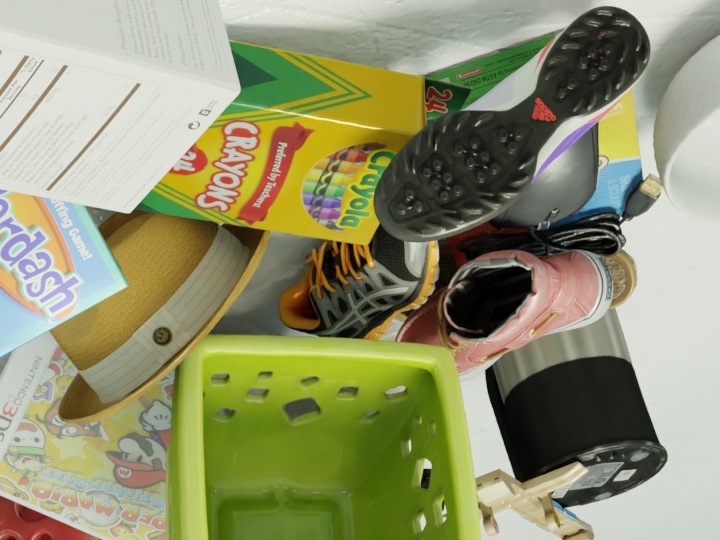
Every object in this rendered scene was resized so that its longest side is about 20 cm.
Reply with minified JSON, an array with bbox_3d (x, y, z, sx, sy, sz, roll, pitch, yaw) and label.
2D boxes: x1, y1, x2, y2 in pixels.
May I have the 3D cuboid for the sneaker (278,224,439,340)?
[{"bbox_3d":[0.000,0.000,1.209,0.076,0.079,0.200,3,148,-21],"label":"sneaker"}]

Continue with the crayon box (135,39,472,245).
[{"bbox_3d":[-0.041,-0.078,1.025,0.198,0.051,0.127,8,146,-14],"label":"crayon box"}]

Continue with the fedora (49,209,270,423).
[{"bbox_3d":[-0.149,0.010,1.100,0.200,0.201,0.082,-34,110,32],"label":"fedora"}]

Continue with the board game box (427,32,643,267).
[{"bbox_3d":[0.117,-0.084,1.149,0.152,0.041,0.200,-18,152,5],"label":"board game box"}]

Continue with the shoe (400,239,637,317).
[{"bbox_3d":[0.115,0.006,1.267,0.198,0.071,0.053,-1,-160,15],"label":"shoe"}]

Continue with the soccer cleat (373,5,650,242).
[{"bbox_3d":[0.090,-0.080,0.994,0.200,0.068,0.073,-40,174,-12],"label":"soccer cleat"}]

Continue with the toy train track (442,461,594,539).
[{"bbox_3d":[0.138,0.194,1.269,0.114,0.033,0.200,-24,151,18],"label":"toy train track"}]

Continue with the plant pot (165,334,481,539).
[{"bbox_3d":[-0.041,0.174,1.137,0.198,0.201,0.182,4,148,-15],"label":"plant pot"}]

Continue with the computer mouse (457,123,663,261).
[{"bbox_3d":[0.151,-0.051,1.130,0.139,0.046,0.201,-7,151,-12],"label":"computer mouse"}]

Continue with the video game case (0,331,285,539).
[{"bbox_3d":[-0.182,0.125,1.245,0.199,0.023,0.183,25,118,-11],"label":"video game case"}]

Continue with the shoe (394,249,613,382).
[{"bbox_3d":[0.078,0.031,1.179,0.199,0.072,0.091,-23,161,41],"label":"shoe"}]

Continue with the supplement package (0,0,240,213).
[{"bbox_3d":[-0.183,-0.124,0.841,0.199,0.122,0.120,11,142,-39],"label":"supplement package"}]

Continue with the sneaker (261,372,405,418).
[{"bbox_3d":[-0.042,0.092,1.310,0.198,0.074,0.112,12,174,15],"label":"sneaker"}]

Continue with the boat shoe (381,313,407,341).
[{"bbox_3d":[-0.021,0.108,1.398,0.199,0.070,0.070,-33,149,32],"label":"boat shoe"}]

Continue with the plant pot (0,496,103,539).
[{"bbox_3d":[-0.272,0.245,1.401,0.181,0.202,0.201,-9,153,9],"label":"plant pot"}]

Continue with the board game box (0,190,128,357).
[{"bbox_3d":[-0.257,-0.011,0.952,0.199,0.045,0.153,-30,112,-6],"label":"board game box"}]

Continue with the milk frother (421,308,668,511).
[{"bbox_3d":[0.112,0.092,1.309,0.198,0.190,0.181,7,145,-34],"label":"milk frother"}]

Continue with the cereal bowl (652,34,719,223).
[{"bbox_3d":[0.290,-0.119,1.125,0.198,0.084,0.201,-12,153,-6],"label":"cereal bowl"}]
